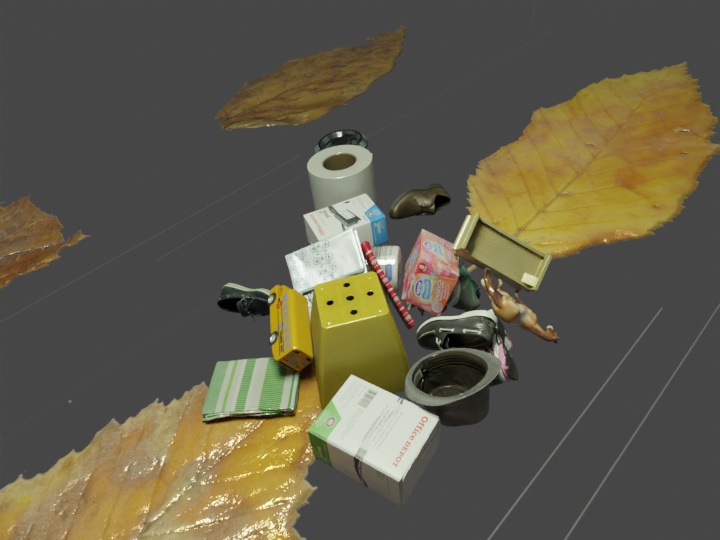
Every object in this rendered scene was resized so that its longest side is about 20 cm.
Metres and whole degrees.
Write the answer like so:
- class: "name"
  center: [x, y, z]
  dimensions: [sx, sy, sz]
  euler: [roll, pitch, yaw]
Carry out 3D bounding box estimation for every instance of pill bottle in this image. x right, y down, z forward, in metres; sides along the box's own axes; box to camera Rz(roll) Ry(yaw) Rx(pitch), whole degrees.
- class: "pill bottle"
  center: [0.000, 0.000, 1.363]
  dimensions: [0.192, 0.117, 0.116]
  euler: [0, 37, 11]

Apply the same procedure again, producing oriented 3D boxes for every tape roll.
- class: "tape roll"
  center: [-0.053, -0.261, 1.686]
  dimensions: [0.194, 0.143, 0.206]
  euler: [-5, 37, 4]

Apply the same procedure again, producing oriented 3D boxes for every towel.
- class: "towel"
  center: [-0.221, 0.242, 1.178]
  dimensions: [0.192, 0.024, 0.155]
  euler: [-6, 37, 7]
- class: "towel"
  center: [0.059, 0.033, 1.214]
  dimensions: [0.022, 0.145, 0.204]
  euler: [-31, 82, -1]

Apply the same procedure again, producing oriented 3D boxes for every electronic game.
- class: "electronic game"
  center: [-0.068, -0.438, 1.995]
  dimensions: [0.192, 0.043, 0.203]
  euler: [-7, 39, 5]

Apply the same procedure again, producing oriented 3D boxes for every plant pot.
- class: "plant pot"
  center: [-0.011, 0.125, 1.155]
  dimensions: [0.192, 0.181, 0.203]
  euler: [-12, 37, -4]

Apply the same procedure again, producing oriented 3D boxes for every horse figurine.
- class: "horse figurine"
  center: [0.321, 0.076, 1.191]
  dimensions: [0.050, 0.197, 0.135]
  euler: [-46, 29, 24]

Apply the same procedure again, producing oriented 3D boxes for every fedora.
- class: "fedora"
  center: [0.174, 0.223, 1.045]
  dimensions: [0.175, 0.093, 0.197]
  euler: [-32, 21, -34]

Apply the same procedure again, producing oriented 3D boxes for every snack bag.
- class: "snack bag"
  center: [-0.068, 0.028, 1.302]
  dimensions: [0.182, 0.021, 0.207]
  euler: [-19, 75, 9]

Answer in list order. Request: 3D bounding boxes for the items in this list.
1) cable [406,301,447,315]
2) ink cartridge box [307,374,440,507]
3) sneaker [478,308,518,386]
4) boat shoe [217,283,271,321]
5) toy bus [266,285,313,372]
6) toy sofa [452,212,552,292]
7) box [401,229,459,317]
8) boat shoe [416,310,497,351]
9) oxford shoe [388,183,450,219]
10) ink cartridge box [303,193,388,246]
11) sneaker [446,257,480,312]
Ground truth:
- class: "cable"
  center: [0.154, 0.036, 1.339]
  dimensions: [0.093, 0.052, 0.203]
  euler: [0, 38, 3]
- class: "ink cartridge box"
  center: [0.027, 0.295, 1.005]
  dimensions: [0.195, 0.087, 0.146]
  euler: [19, 45, 30]
- class: "sneaker"
  center: [0.255, 0.156, 1.146]
  dimensions: [0.085, 0.081, 0.201]
  euler: [-29, 19, 21]
- class: "boat shoe"
  center: [-0.261, 0.081, 1.353]
  dimensions: [0.194, 0.076, 0.063]
  euler: [10, 48, 28]
- class: "toy bus"
  center: [-0.151, 0.114, 1.218]
  dimensions: [0.077, 0.065, 0.204]
  euler: [-36, 41, 24]
- class: "toy sofa"
  center: [0.299, -0.037, 1.219]
  dimensions: [0.195, 0.098, 0.085]
  euler: [29, 86, -3]
- class: "box"
  center: [0.155, 0.000, 1.257]
  dimensions: [0.092, 0.105, 0.201]
  euler: [24, 23, -3]
- class: "boat shoe"
  center: [0.187, 0.135, 1.146]
  dimensions: [0.196, 0.074, 0.062]
  euler: [-17, 39, 41]
- class: "oxford shoe"
  center: [0.170, -0.187, 1.602]
  dimensions: [0.195, 0.075, 0.085]
  euler: [-23, 41, -17]
- class: "ink cartridge box"
  center: [-0.041, -0.114, 1.541]
  dimensions: [0.194, 0.086, 0.145]
  euler: [-20, 38, -14]
- class: "sneaker"
  center: [0.235, 0.038, 1.315]
  dimensions: [0.089, 0.079, 0.202]
  euler: [27, 30, -5]
